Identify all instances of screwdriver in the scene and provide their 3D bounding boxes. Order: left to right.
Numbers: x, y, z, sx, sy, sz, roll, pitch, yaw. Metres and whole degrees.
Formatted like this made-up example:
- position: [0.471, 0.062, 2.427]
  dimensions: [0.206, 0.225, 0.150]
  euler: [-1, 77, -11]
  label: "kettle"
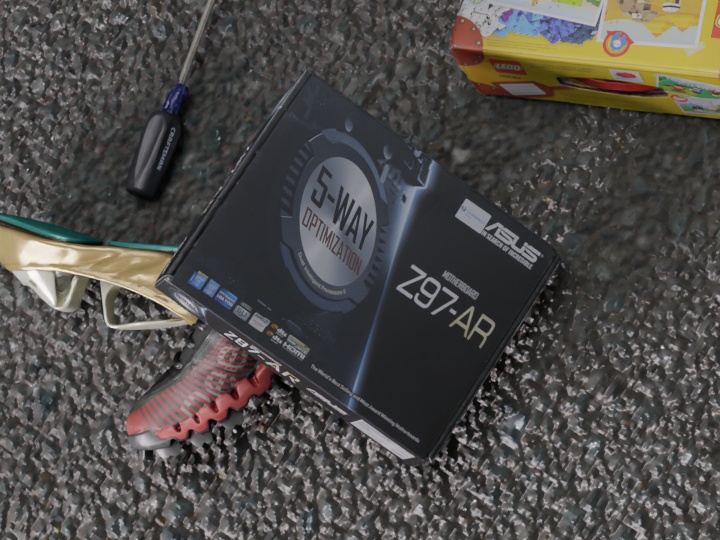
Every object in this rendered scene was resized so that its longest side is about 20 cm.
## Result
- position: [-0.114, -0.140, 1.651]
  dimensions: [0.029, 0.028, 0.200]
  euler: [25, 79, -6]
  label: "screwdriver"

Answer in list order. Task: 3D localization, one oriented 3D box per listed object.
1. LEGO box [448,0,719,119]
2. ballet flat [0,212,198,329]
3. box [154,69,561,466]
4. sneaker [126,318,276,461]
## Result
- position: [0.174, -0.183, 1.533]
  dimensions: [0.200, 0.077, 0.149]
  euler: [7, 74, 22]
  label: "LEGO box"
- position: [-0.176, 0.004, 1.602]
  dimensions: [0.200, 0.069, 0.063]
  euler: [10, 89, 24]
  label: "ballet flat"
- position: [0.000, 0.000, 1.484]
  dimensions: [0.200, 0.044, 0.160]
  euler: [36, 76, -7]
  label: "box"
- position: [-0.078, 0.036, 1.535]
  dimensions: [0.200, 0.071, 0.098]
  euler: [-38, 98, 2]
  label: "sneaker"
